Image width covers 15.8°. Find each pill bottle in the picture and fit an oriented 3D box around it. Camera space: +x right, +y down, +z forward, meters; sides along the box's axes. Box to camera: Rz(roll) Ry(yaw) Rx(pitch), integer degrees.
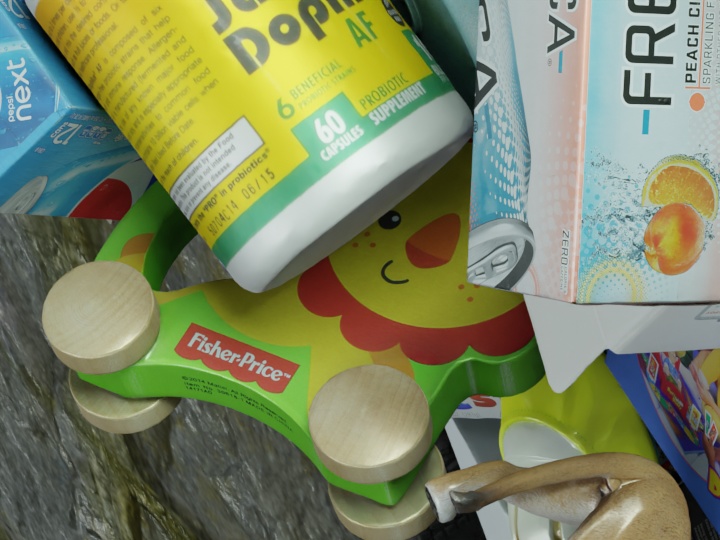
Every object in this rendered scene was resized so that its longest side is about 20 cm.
[{"bbox_3d":[-0.057,-0.101,0.978,0.200,0.113,0.113,53,156,4],"label":"pill bottle"}]

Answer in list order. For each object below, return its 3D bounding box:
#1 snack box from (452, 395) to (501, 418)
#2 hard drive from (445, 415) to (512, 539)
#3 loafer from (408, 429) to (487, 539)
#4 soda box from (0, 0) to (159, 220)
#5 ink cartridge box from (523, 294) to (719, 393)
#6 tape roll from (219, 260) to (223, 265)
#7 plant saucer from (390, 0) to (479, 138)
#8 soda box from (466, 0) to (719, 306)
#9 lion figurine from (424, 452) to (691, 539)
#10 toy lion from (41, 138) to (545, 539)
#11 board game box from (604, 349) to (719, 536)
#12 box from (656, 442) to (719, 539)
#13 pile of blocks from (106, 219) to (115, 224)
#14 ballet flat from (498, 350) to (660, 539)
[{"bbox_3d":[0.026,0.036,1.155,0.200,0.024,0.072,-2,139,36],"label":"snack box"},{"bbox_3d":[0.085,0.144,1.231,0.132,0.027,0.200,-119,6,-52],"label":"hard drive"},{"bbox_3d":[0.046,0.148,1.344,0.071,0.073,0.200,45,150,50],"label":"loafer"},{"bbox_3d":[-0.109,-0.065,1.074,0.068,0.064,0.200,53,-161,15],"label":"soda box"},{"bbox_3d":[0.121,-0.049,0.861,0.200,0.067,0.117,-49,49,53],"label":"ink cartridge box"},{"bbox_3d":[-0.024,-0.057,1.223,0.200,0.066,0.200,43,152,29],"label":"tape roll"},{"bbox_3d":[0.011,-0.122,0.990,0.200,0.027,0.200,52,170,13],"label":"plant saucer"},{"bbox_3d":[0.078,-0.091,0.799,0.068,0.064,0.200,12,100,63],"label":"soda box"},{"bbox_3d":[0.104,0.126,1.003,0.200,0.122,0.073,72,176,-48],"label":"lion figurine"},{"bbox_3d":[0.000,0.000,1.047,0.200,0.192,0.069,20,152,22],"label":"toy lion"},{"bbox_3d":[0.163,0.055,0.947,0.135,0.045,0.200,96,152,-48],"label":"board game box"},{"bbox_3d":[0.151,0.161,1.169,0.110,0.035,0.200,13,131,58],"label":"box"},{"bbox_3d":[-0.117,-0.060,1.243,0.200,0.062,0.082,4,123,61],"label":"pile of blocks"},{"bbox_3d":[0.096,0.113,1.086,0.067,0.067,0.200,5,125,41],"label":"ballet flat"}]
